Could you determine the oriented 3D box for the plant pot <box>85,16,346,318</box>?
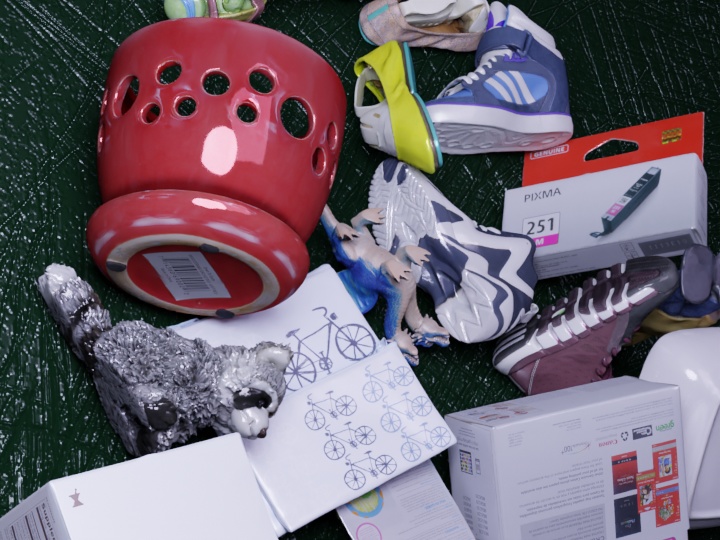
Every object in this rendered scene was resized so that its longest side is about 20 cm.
[{"bbox_3d":[-0.116,-0.073,1.296,0.199,0.200,0.184,21,59,-28],"label":"plant pot"}]

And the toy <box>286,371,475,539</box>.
[{"bbox_3d":[0.010,0.181,1.357,0.115,0.047,0.201,-15,71,-38],"label":"toy"}]

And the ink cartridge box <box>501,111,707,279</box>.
[{"bbox_3d":[0.239,-0.082,1.588,0.044,0.198,0.175,51,37,-45],"label":"ink cartridge box"}]

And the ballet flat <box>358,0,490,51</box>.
[{"bbox_3d":[0.087,-0.261,1.654,0.199,0.067,0.068,-15,75,-43],"label":"ballet flat"}]

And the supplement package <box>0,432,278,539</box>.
[{"bbox_3d":[-0.163,0.225,1.085,0.151,0.200,0.152,-10,72,-41],"label":"supplement package"}]

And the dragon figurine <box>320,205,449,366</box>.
[{"bbox_3d":[0.000,0.000,1.442,0.200,0.100,0.059,38,47,10],"label":"dragon figurine"}]

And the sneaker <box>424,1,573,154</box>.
[{"bbox_3d":[0.123,-0.199,1.627,0.199,0.080,0.148,-1,72,-34],"label":"sneaker"}]

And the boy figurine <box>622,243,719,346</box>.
[{"bbox_3d":[0.295,0.031,1.562,0.123,0.200,0.065,9,75,-16],"label":"boy figurine"}]

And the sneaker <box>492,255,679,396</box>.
[{"bbox_3d":[0.230,0.071,1.504,0.116,0.199,0.076,52,31,-15],"label":"sneaker"}]

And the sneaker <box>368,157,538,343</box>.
[{"bbox_3d":[0.098,-0.022,1.518,0.129,0.080,0.199,-2,45,-51],"label":"sneaker"}]

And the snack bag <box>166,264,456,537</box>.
[{"bbox_3d":[-0.042,0.097,1.337,0.188,0.021,0.201,-22,71,-32],"label":"snack bag"}]

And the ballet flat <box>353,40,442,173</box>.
[{"bbox_3d":[0.029,-0.148,1.516,0.066,0.067,0.201,-13,38,0],"label":"ballet flat"}]

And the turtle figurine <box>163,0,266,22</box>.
[{"bbox_3d":[-0.108,-0.303,1.470,0.193,0.144,0.201,-21,83,-47],"label":"turtle figurine"}]

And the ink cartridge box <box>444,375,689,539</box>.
[{"bbox_3d":[0.183,0.198,1.415,0.198,0.084,0.177,-9,97,-27],"label":"ink cartridge box"}]

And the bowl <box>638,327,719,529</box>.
[{"bbox_3d":[0.340,0.160,1.539,0.198,0.075,0.202,2,109,-37],"label":"bowl"}]

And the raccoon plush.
[{"bbox_3d":[-0.141,0.052,1.250,0.133,0.097,0.201,-27,84,-27],"label":"raccoon plush"}]
